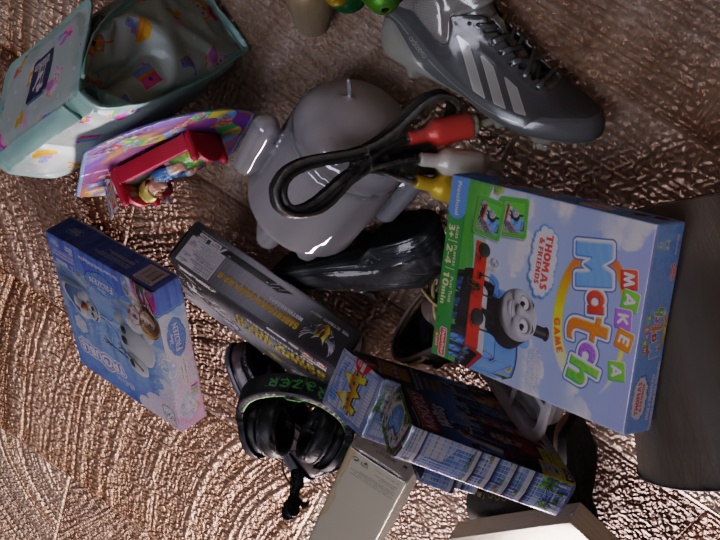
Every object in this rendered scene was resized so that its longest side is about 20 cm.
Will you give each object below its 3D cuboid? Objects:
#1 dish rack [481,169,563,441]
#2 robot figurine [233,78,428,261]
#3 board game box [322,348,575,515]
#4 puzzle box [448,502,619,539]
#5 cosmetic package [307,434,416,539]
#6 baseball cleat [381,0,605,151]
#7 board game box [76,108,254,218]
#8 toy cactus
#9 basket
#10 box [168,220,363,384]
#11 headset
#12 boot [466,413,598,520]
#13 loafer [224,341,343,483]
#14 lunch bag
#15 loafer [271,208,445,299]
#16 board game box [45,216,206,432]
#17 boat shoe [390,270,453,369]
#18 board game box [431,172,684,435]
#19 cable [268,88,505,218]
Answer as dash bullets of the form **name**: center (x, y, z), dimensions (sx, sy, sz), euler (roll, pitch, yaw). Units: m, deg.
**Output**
- **dish rack**: center (0.146, 0.027, 0.962), dimensions (0.172, 0.043, 0.200), euler (-121, 28, -44)
- **robot figurine**: center (-0.027, -0.090, 0.984), dimensions (0.169, 0.113, 0.200), euler (14, 142, -25)
- **board game box**: center (0.069, 0.144, 0.998), dimensions (0.200, 0.200, 0.062), euler (20, 101, -8)
- **puzzle box**: center (0.190, 0.288, 1.099), dimensions (0.133, 0.025, 0.200), euler (44, 147, -12)
- **cosmetic package**: center (0.015, 0.234, 1.209), dimensions (0.073, 0.104, 0.200), euler (32, 133, 10)
- **baseball cleat**: center (0.105, -0.171, 0.867), dimensions (0.200, 0.070, 0.107), euler (26, 133, 14)
- **board game box**: center (-0.176, -0.091, 1.029), dimensions (0.039, 0.158, 0.200), euler (71, 160, 6)
- **toy cactus**: center (-0.038, -0.257, 0.892), dimensions (0.200, 0.102, 0.165), euler (34, 159, 14)
- **basket**: center (0.256, 0.045, 0.829), dimensions (0.136, 0.180, 0.200), euler (-11, 90, 0)
- **box**: center (-0.094, 0.045, 1.127), dimensions (0.200, 0.048, 0.158), euler (35, 164, 7)
- **headset**: center (-0.070, 0.182, 1.162), dimensions (0.123, 0.094, 0.200), euler (10, 144, 5)
- **boot**: center (0.161, 0.216, 1.121), dimensions (0.138, 0.077, 0.200), euler (14, 128, 31)
- **loafer**: center (-0.079, 0.152, 1.245), dimensions (0.063, 0.072, 0.200), euler (-17, 119, 21)
- **lunch bag**: center (-0.229, -0.171, 0.998), dimensions (0.170, 0.200, 0.122), euler (-21, 109, 43)
- **loafer**: center (0.000, 0.000, 1.067), dimensions (0.200, 0.073, 0.072), euler (-8, 122, 39)
- **board game box**: center (-0.268, 0.061, 1.278), dimensions (0.200, 0.043, 0.199), euler (25, 135, 36)
- **boat shoe**: center (0.080, 0.035, 0.991), dimensions (0.200, 0.059, 0.072), euler (122, 136, -61)
- **board game box**: center (0.139, 0.017, 0.836), dimensions (0.200, 0.037, 0.151), euler (20, 108, 48)
- **cable**: center (0.024, -0.092, 0.887), dimensions (0.050, 0.200, 0.097), euler (18, 114, 58)
